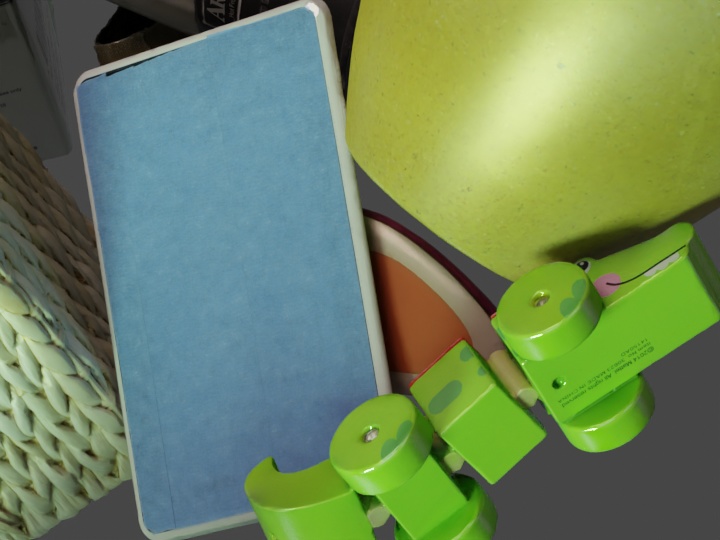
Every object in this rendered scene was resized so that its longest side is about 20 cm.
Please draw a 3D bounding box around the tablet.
[{"bbox_3d":[-0.050,0.001,1.206,0.130,0.014,0.201,-15,79,31],"label":"tablet"}]

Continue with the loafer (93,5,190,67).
[{"bbox_3d":[-0.069,-0.148,1.430,0.076,0.067,0.200,-10,45,34],"label":"loafer"}]

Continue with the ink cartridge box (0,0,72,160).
[{"bbox_3d":[-0.205,-0.161,1.422,0.083,0.200,0.147,-13,50,1],"label":"ink cartridge box"}]

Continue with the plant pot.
[{"bbox_3d":[0.074,-0.078,1.151,0.142,0.200,0.200,-54,34,12],"label":"plant pot"}]

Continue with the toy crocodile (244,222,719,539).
[{"bbox_3d":[0.048,0.049,1.119,0.200,0.068,0.062,-37,35,4],"label":"toy crocodile"}]

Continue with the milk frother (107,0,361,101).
[{"bbox_3d":[-0.035,-0.192,1.349,0.188,0.200,0.181,24,109,15],"label":"milk frother"}]

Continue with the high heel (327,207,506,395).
[{"bbox_3d":[0.000,0.000,1.240,0.200,0.096,0.068,30,104,31],"label":"high heel"}]

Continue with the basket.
[{"bbox_3d":[-0.211,0.010,1.277,0.161,0.200,0.198,-32,37,7],"label":"basket"}]
